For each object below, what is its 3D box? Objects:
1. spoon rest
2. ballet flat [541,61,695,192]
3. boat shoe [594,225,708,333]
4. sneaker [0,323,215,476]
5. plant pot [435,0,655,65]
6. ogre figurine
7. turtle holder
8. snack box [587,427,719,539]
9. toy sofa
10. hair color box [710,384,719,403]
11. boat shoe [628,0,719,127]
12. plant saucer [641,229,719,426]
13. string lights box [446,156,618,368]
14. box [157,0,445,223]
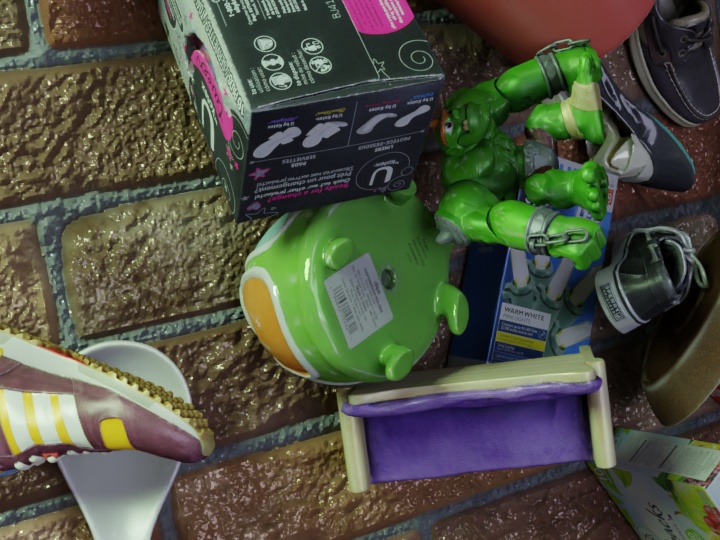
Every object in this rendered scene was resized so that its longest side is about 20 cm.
[{"bbox_3d":[-0.163,0.148,0.821,0.099,0.061,0.202,-2,94,-16],"label":"spoon rest"},{"bbox_3d":[0.205,-0.124,1.021,0.200,0.073,0.073,47,70,-16],"label":"ballet flat"},{"bbox_3d":[0.245,-0.003,0.991,0.074,0.068,0.199,66,23,4],"label":"boat shoe"},{"bbox_3d":[-0.193,0.098,0.769,0.199,0.075,0.091,21,84,9],"label":"sneaker"},{"bbox_3d":[0.127,-0.258,0.912,0.177,0.200,0.201,42,72,-36],"label":"plant pot"},{"bbox_3d":[0.113,-0.080,0.847,0.098,0.119,0.201,42,43,-61],"label":"ogre figurine"},{"bbox_3d":[-0.008,-0.004,0.865,0.141,0.131,0.186,44,54,-32],"label":"turtle holder"},{"bbox_3d":[0.306,0.230,1.047,0.053,0.142,0.200,-45,111,-21],"label":"snack box"},{"bbox_3d":[0.085,0.114,0.893,0.199,0.098,0.083,-7,97,6],"label":"toy sofa"},{"bbox_3d":[0.397,0.092,1.140,0.200,0.064,0.111,34,76,-25],"label":"hair color box"},{"bbox_3d":[0.278,-0.219,1.060,0.072,0.065,0.201,-34,108,-26],"label":"boat shoe"},{"bbox_3d":[0.292,0.037,1.020,0.034,0.200,0.201,27,77,2],"label":"plant saucer"},{"bbox_3d":[0.141,0.008,0.994,0.102,0.059,0.201,13,85,-29],"label":"string lights box"},{"bbox_3d":[-0.049,-0.149,0.789,0.131,0.115,0.201,-13,58,-19],"label":"box"}]
